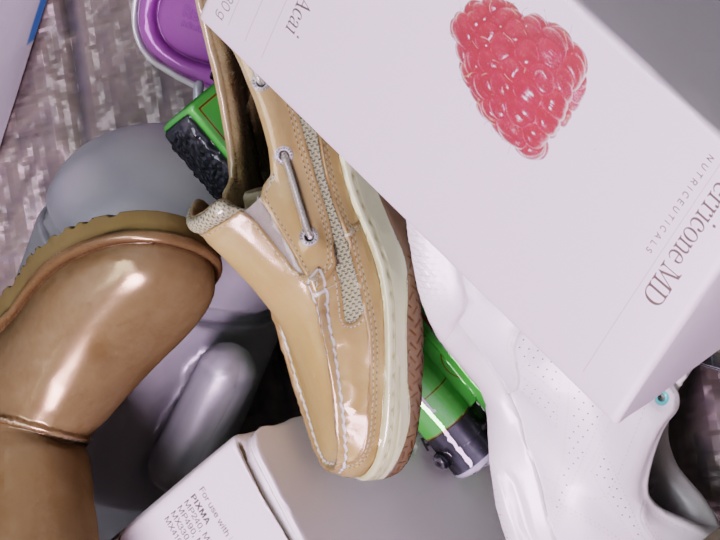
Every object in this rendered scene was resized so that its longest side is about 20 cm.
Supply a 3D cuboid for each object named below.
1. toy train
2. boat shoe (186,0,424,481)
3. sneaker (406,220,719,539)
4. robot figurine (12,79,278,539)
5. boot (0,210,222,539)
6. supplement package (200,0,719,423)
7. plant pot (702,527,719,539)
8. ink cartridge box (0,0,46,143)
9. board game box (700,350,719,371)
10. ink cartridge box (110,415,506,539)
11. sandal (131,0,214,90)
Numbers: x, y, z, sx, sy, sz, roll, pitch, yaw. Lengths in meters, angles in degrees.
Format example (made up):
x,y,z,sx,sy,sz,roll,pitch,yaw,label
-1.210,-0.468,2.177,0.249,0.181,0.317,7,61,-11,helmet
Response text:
x,y,z,sx,sy,sz,roll,pitch,yaw,label
0.000,0.000,1.054,0.200,0.056,0.042,50,149,-5,toy train
-0.029,-0.019,0.985,0.072,0.076,0.200,-15,84,64,boat shoe
0.081,0.023,0.993,0.088,0.075,0.200,-8,118,25,sneaker
-0.093,0.022,1.134,0.170,0.113,0.200,47,123,45,robot figurine
-0.108,0.099,1.004,0.175,0.066,0.200,-35,49,41,boot
0.069,-0.076,0.864,0.200,0.120,0.121,44,137,16,supplement package
0.145,0.169,0.909,0.187,0.200,0.188,5,98,37,plant pot
-0.243,-0.155,1.253,0.200,0.086,0.147,35,114,32,ink cartridge box
0.082,-0.034,1.006,0.200,0.028,0.135,17,136,37,board game box
-0.046,0.138,1.090,0.200,0.145,0.084,-41,72,34,ink cartridge box
-0.023,-0.086,1.109,0.202,0.050,0.083,14,105,35,sandal
